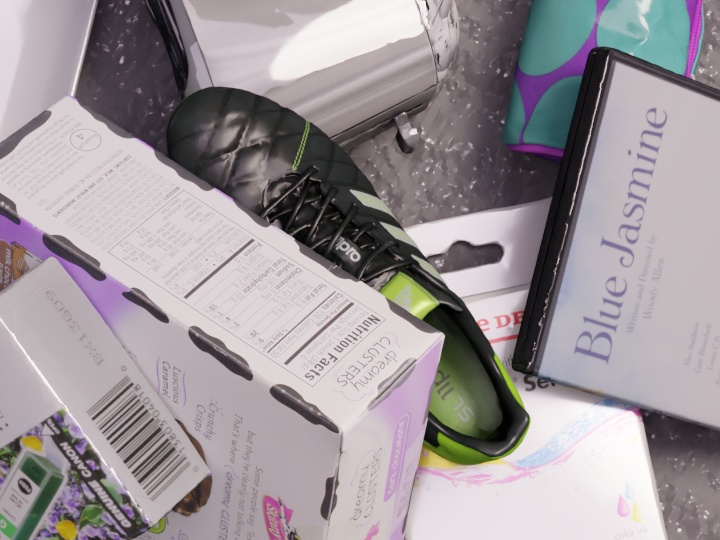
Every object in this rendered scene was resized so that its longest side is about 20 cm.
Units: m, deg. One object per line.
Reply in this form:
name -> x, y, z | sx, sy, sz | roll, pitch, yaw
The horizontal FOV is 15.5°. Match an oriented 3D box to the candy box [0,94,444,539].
candy box -> -0.072, 0.050, 1.102 | 0.200, 0.168, 0.072 | 32, 50, 20

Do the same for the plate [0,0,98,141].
plate -> -0.229, -0.074, 1.208 | 0.199, 0.032, 0.201 | 11, 83, -1

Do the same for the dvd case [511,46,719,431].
dvd case -> 0.163, -0.002, 1.166 | 0.199, 0.018, 0.143 | 17, 86, -32

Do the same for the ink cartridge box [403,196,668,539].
ink cartridge box -> 0.064, 0.069, 1.183 | 0.117, 0.067, 0.201 | -12, 84, -3

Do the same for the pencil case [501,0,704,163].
pencil case -> 0.127, -0.138, 1.200 | 0.092, 0.085, 0.201 | 10, 83, 13

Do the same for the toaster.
toaster -> -0.039, -0.136, 1.183 | 0.129, 0.114, 0.201 | -20, 82, -7

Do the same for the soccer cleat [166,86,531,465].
soccer cleat -> 0.000, 0.000, 1.095 | 0.068, 0.081, 0.200 | -44, 100, -11

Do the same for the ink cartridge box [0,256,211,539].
ink cartridge box -> -0.164, 0.086, 1.092 | 0.200, 0.050, 0.109 | -32, 97, 39
